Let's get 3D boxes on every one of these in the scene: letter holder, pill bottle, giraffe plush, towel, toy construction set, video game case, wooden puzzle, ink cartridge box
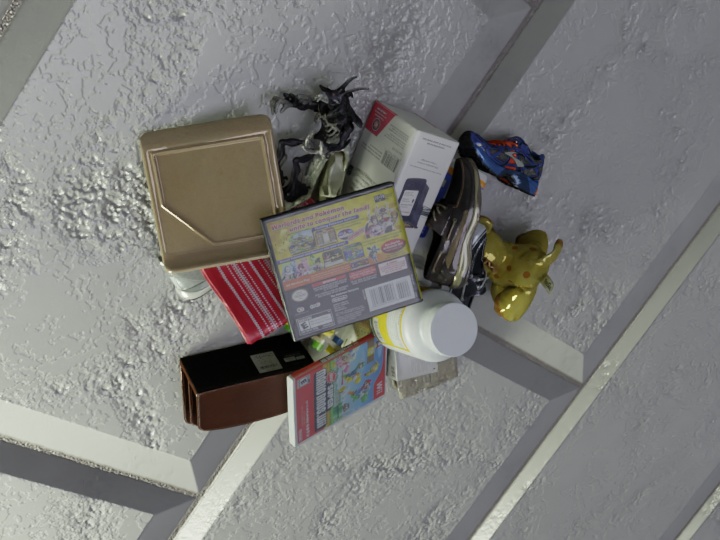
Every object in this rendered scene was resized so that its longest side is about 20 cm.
[{"bbox_3d":[-0.182,0.205,1.523,0.199,0.101,0.143,-11,123,-23],"label":"letter holder"},{"bbox_3d":[0.100,0.082,1.456,0.111,0.200,0.113,-1,94,-22],"label":"pill bottle"},{"bbox_3d":[0.231,-0.017,1.599,0.161,0.200,0.173,23,89,-8],"label":"giraffe plush"},{"bbox_3d":[-0.117,-0.001,1.356,0.199,0.022,0.145,-31,85,-13],"label":"towel"},{"bbox_3d":[-0.082,0.064,1.463,0.092,0.131,0.200,-53,169,-20],"label":"toy construction set"},{"bbox_3d":[-0.035,0.191,1.536,0.199,0.017,0.144,-25,131,-33],"label":"video game case"},{"bbox_3d":[-0.203,-0.109,1.321,0.184,0.037,0.201,-10,97,-7],"label":"wooden puzzle"},{"bbox_3d":[0.114,-0.081,1.497,0.112,0.112,0.201,21,95,-35],"label":"pill bottle"},{"bbox_3d":[-0.025,-0.014,1.335,0.199,0.025,0.182,-17,101,-10],"label":"video game case"},{"bbox_3d":[0.111,0.131,1.682,0.132,0.034,0.201,-18,122,-20],"label":"towel"},{"bbox_3d":[0.047,-0.136,1.427,0.084,0.145,0.201,12,110,-32],"label":"ink cartridge box"}]

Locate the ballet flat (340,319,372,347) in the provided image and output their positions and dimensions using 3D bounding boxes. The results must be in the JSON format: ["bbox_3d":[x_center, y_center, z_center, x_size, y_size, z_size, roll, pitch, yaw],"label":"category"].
[{"bbox_3d":[-0.003,0.139,1.607,0.070,0.071,0.201,-18,124,-19],"label":"ballet flat"}]

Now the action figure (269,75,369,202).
[{"bbox_3d":[-0.073,-0.199,1.346,0.102,0.119,0.200,11,120,-55],"label":"action figure"}]

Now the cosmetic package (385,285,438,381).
[{"bbox_3d":[0.078,0.079,1.586,0.082,0.051,0.201,-9,100,-21],"label":"cosmetic package"}]

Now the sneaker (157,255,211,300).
[{"bbox_3d":[-0.212,-0.051,1.382,0.200,0.075,0.116,-37,125,-4],"label":"sneaker"}]

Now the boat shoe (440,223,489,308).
[{"bbox_3d":[0.176,0.013,1.514,0.072,0.068,0.201,-40,155,-49],"label":"boat shoe"}]

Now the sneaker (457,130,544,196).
[{"bbox_3d":[0.235,-0.193,1.553,0.199,0.075,0.079,21,96,-44],"label":"sneaker"}]

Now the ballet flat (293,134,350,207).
[{"bbox_3d":[-0.059,-0.114,1.433,0.071,0.072,0.201,1,116,-29],"label":"ballet flat"}]

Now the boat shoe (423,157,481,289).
[{"bbox_3d":[0.135,-0.072,1.407,0.073,0.074,0.201,6,95,-11],"label":"boat shoe"}]
